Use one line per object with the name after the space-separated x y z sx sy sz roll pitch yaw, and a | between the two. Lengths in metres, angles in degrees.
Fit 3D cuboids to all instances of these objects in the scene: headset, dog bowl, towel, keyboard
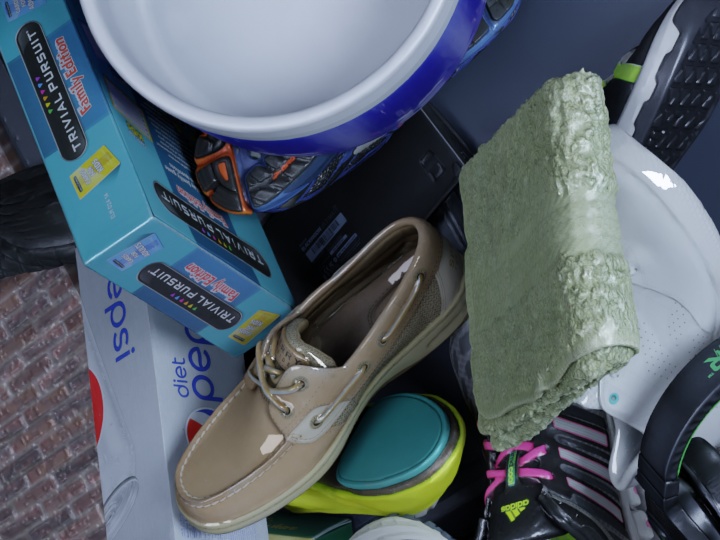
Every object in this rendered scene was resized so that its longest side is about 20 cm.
0.201 0.113 1.370 0.094 0.123 0.200 52 157 43 | headset
-0.037 -0.160 1.409 0.199 0.079 0.201 -2 81 15 | dog bowl
0.086 -0.003 1.329 0.200 0.036 0.149 126 140 -71 | towel
0.000 0.000 1.540 0.127 0.021 0.200 54 125 20 | keyboard

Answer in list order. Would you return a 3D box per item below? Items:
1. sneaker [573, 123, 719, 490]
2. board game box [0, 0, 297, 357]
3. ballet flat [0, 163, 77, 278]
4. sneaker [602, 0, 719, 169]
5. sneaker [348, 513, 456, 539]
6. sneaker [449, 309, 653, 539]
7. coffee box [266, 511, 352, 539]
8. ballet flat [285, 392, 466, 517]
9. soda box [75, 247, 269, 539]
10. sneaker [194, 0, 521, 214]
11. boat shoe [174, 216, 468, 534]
0.131 0.026 1.361 0.075 0.088 0.200 37 154 50 | sneaker
-0.119 -0.067 1.485 0.047 0.151 0.200 -33 58 14 | board game box
-0.201 -0.020 1.663 0.199 0.057 0.067 -11 49 35 | ballet flat
0.112 -0.066 1.417 0.083 0.072 0.200 39 119 23 | sneaker
-0.012 0.195 1.484 0.200 0.086 0.078 -27 111 42 | sneaker
0.093 0.109 1.458 0.074 0.087 0.201 -23 87 35 | sneaker
-0.059 0.236 1.616 0.123 0.044 0.201 5 103 33 | coffee box
0.006 0.105 1.515 0.067 0.067 0.200 40 154 -28 | ballet flat
-0.105 0.069 1.551 0.068 0.063 0.201 -31 59 46 | soda box
0.002 -0.102 1.471 0.200 0.078 0.075 -36 75 8 | sneaker
-0.029 0.050 1.463 0.200 0.065 0.071 -46 52 0 | boat shoe
